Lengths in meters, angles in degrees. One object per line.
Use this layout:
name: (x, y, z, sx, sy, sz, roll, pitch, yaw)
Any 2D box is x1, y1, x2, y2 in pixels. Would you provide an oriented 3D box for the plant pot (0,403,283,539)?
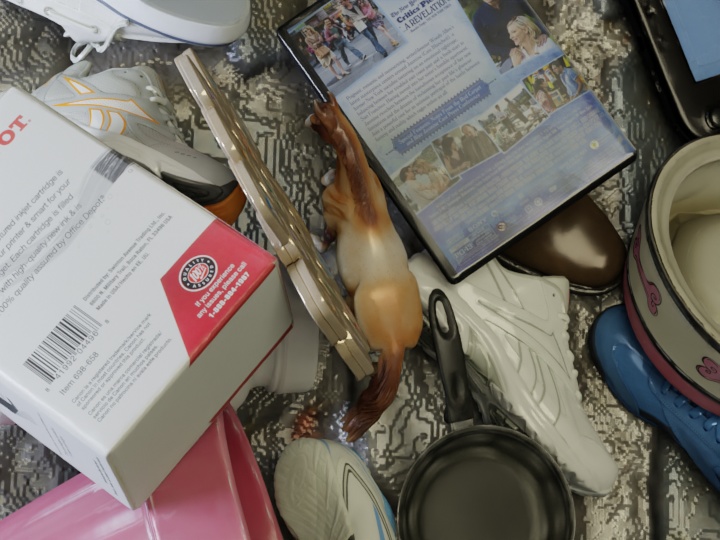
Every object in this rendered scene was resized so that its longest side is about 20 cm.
plant pot: (-0.133, 0.193, 1.373, 0.178, 0.200, 0.201, -19, 83, 1)

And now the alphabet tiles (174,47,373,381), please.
alphabet tiles: (-0.050, -0.033, 1.345, 0.015, 0.196, 0.201, -31, 60, 3)

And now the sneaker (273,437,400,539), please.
sneaker: (0.002, 0.184, 1.419, 0.072, 0.072, 0.201, 16, 40, -34)

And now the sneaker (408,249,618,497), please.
sneaker: (0.109, 0.052, 1.498, 0.099, 0.078, 0.200, -40, 95, -17)

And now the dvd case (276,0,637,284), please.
dvd case: (0.059, -0.110, 1.477, 0.142, 0.018, 0.201, -34, 78, -3)

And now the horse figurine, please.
horse figurine: (0.000, 0.000, 1.459, 0.050, 0.133, 0.201, -10, 82, -16)

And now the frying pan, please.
frying pan: (0.054, 0.121, 1.437, 0.115, 0.031, 0.191, -35, 93, -17)

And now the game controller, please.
game controller: (0.227, -0.183, 1.590, 0.104, 0.042, 0.201, -20, 84, -15)

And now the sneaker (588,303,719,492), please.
sneaker: (0.231, 0.094, 1.520, 0.066, 0.078, 0.200, -42, 89, -14)

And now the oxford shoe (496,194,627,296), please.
oxford shoe: (0.097, -0.058, 1.517, 0.200, 0.084, 0.073, 40, 72, -4)

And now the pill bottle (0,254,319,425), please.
pill bottle: (-0.130, 0.035, 1.435, 0.198, 0.112, 0.113, -1, 79, -12)

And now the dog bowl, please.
dog bowl: (0.256, 0.013, 1.509, 0.199, 0.074, 0.201, 14, 50, -18)

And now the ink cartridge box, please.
ink cartridge box: (-0.160, 0.012, 1.313, 0.199, 0.084, 0.144, 34, 70, 21)

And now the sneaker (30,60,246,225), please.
sneaker: (-0.135, -0.085, 1.435, 0.199, 0.076, 0.092, 21, 61, 37)

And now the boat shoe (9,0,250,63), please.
boat shoe: (-0.167, -0.170, 1.487, 0.201, 0.086, 0.075, 19, 47, 4)
